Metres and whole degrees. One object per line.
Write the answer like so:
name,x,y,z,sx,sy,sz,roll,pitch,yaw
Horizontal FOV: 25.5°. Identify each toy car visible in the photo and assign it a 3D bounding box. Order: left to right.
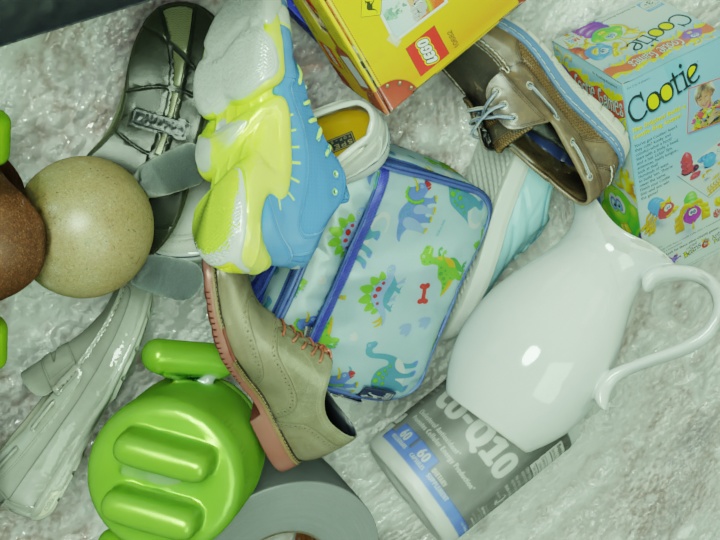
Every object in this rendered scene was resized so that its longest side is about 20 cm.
toy car,-0.198,-0.033,1.056,0.199,0.158,0.166,-3,108,-25

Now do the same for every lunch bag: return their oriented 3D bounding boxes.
lunch bag,0.000,0.000,1.252,0.160,0.082,0.201,17,105,-32

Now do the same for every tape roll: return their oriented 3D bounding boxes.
tape roll,-0.085,0.247,1.348,0.199,0.066,0.202,-15,124,-24

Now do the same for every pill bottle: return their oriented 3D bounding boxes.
pill bottle,0.116,0.132,1.374,0.200,0.114,0.114,-38,129,-8

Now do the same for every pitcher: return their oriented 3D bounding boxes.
pitcher,0.175,0.053,1.254,0.200,0.171,0.121,-53,147,-1

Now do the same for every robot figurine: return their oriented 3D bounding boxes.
robot figurine,-0.134,0.142,1.190,0.115,0.200,0.177,12,98,5

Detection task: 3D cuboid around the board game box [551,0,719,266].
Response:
board game box,0.240,-0.106,1.320,0.104,0.103,0.201,-26,127,-16

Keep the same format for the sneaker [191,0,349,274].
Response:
sneaker,-0.058,-0.092,1.082,0.105,0.075,0.202,15,80,-42

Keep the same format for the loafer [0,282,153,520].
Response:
loafer,-0.217,0.087,1.176,0.069,0.070,0.201,28,88,-9

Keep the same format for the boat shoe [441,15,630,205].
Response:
boat shoe,0.119,-0.127,1.208,0.199,0.072,0.073,36,57,-10

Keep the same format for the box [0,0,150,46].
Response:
box,-0.185,-0.231,0.931,0.196,0.200,0.118,-20,124,-19

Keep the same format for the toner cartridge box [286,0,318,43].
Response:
toner cartridge box,-0.028,-0.227,1.130,0.095,0.043,0.200,-49,130,0

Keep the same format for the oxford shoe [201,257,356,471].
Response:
oxford shoe,-0.060,0.056,1.171,0.074,0.071,0.201,-16,124,9

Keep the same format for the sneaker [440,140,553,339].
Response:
sneaker,0.118,-0.029,1.310,0.082,0.074,0.201,13,110,-32

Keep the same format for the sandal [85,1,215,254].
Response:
sandal,-0.146,-0.090,1.123,0.079,0.057,0.202,24,91,-2

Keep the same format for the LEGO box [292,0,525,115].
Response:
LEGO box,0.016,-0.233,1.075,0.149,0.077,0.200,-39,129,-8

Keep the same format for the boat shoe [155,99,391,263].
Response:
boat shoe,-0.073,-0.067,1.144,0.199,0.071,0.070,-23,166,3
